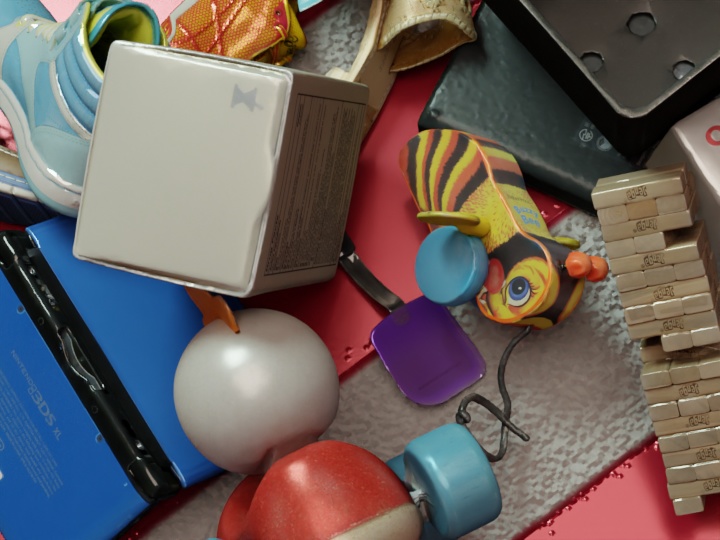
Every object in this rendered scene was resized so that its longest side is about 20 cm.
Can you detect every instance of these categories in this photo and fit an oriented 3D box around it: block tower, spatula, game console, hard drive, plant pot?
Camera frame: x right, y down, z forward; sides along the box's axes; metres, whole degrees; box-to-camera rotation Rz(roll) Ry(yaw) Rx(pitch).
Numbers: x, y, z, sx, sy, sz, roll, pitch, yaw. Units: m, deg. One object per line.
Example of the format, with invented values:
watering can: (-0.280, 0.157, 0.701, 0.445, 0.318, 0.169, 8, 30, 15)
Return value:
block tower: (0.188, 0.038, 1.317, 0.058, 0.054, 0.200, -11, 104, 17)
spatula: (0.000, 0.000, 1.420, 0.056, 0.021, 0.200, -33, 69, -18)
game console: (-0.162, 0.071, 1.413, 0.171, 0.118, 0.200, -42, 69, 23)
hard drive: (0.155, -0.109, 1.438, 0.200, 0.033, 0.140, 25, 75, 12)
plant pot: (0.171, -0.182, 1.351, 0.200, 0.177, 0.200, -37, 72, -9)

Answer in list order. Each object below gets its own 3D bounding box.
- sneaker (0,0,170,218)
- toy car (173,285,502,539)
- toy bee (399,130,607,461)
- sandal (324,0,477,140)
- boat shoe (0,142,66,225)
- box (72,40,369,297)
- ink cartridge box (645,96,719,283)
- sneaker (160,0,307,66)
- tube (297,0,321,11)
sneaker: (-0.176, -0.142, 1.410, 0.079, 0.131, 0.200, 3, 43, -37)
toy car: (-0.051, 0.095, 1.297, 0.184, 0.177, 0.200, -24, 82, -13)
toy bee: (0.098, -0.005, 1.365, 0.109, 0.131, 0.200, -28, 86, 33)
sandal: (0.039, -0.150, 1.436, 0.070, 0.078, 0.212, 24, 82, 25)
boat shoe: (-0.269, -0.089, 1.448, 0.200, 0.072, 0.072, 19, 72, 11)
box: (-0.077, -0.060, 1.319, 0.109, 0.200, 0.128, 12, 94, 12)
ink cartridge box: (0.287, -0.028, 1.351, 0.145, 0.088, 0.200, -29, 78, -11)
sneaker: (-0.082, -0.147, 1.451, 0.077, 0.073, 0.200, 29, 77, 15)
tube: (-0.021, -0.251, 1.459, 0.077, 0.050, 0.200, -28, 49, 17)
